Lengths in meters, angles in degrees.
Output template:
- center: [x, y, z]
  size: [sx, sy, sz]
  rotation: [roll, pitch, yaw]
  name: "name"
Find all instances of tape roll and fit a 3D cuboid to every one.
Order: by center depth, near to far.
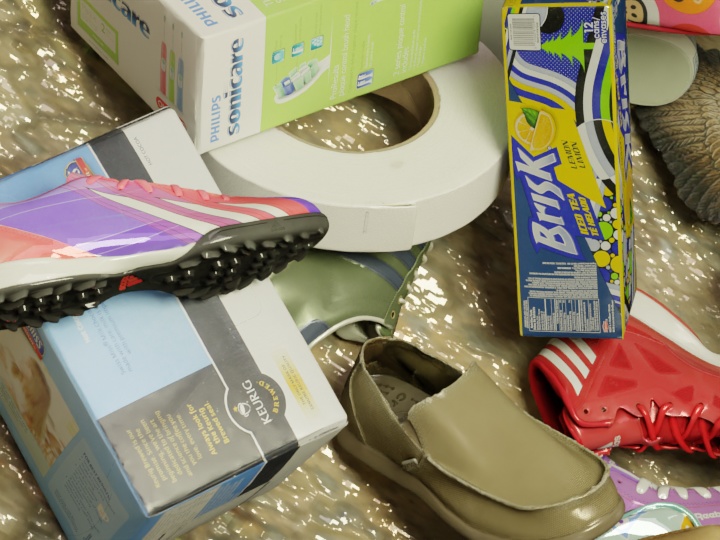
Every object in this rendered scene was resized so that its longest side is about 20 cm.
- center: [-0.008, -0.088, 1.518]
  size: [0.202, 0.037, 0.203]
  rotation: [4, 42, -4]
  name: "tape roll"

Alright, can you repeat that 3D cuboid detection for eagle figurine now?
- center: [0.267, -0.073, 1.622]
  size: [0.151, 0.151, 0.201]
  rotation: [-17, 86, -15]
  name: "eagle figurine"

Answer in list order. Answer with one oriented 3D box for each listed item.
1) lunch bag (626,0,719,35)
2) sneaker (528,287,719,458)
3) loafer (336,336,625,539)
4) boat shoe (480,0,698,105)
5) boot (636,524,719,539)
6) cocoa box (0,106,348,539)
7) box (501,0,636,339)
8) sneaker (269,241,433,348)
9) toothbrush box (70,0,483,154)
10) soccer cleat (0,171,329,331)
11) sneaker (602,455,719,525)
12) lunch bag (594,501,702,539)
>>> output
- center: [0.244, -0.197, 1.567]
  size: [0.200, 0.176, 0.082]
  rotation: [-27, 121, -40]
  name: "lunch bag"
- center: [0.184, 0.095, 1.515]
  size: [0.200, 0.079, 0.115]
  rotation: [28, 50, 30]
  name: "sneaker"
- center: [0.059, 0.094, 1.441]
  size: [0.200, 0.068, 0.076]
  rotation: [21, 43, 38]
  name: "loafer"
- center: [0.115, -0.163, 1.636]
  size: [0.200, 0.070, 0.072]
  rotation: [19, 36, -4]
  name: "boat shoe"
- center: [0.112, 0.232, 1.362]
  size: [0.199, 0.066, 0.176]
  rotation: [-9, 82, 0]
  name: "boot"
- center: [-0.125, 0.041, 1.416]
  size: [0.131, 0.133, 0.200]
  rotation: [-25, 79, -27]
  name: "cocoa box"
- center: [0.120, -0.066, 1.490]
  size: [0.064, 0.201, 0.070]
  rotation: [1, 23, 12]
  name: "box"
- center: [0.000, 0.000, 1.527]
  size: [0.200, 0.067, 0.090]
  rotation: [-29, 99, -35]
  name: "sneaker"
- center: [-0.047, -0.166, 1.508]
  size: [0.200, 0.086, 0.146]
  rotation: [-22, 47, -29]
  name: "toothbrush box"
- center: [-0.113, -0.023, 1.334]
  size: [0.199, 0.068, 0.073]
  rotation: [-11, 69, -20]
  name: "soccer cleat"
- center: [0.193, 0.140, 1.534]
  size: [0.200, 0.073, 0.114]
  rotation: [-27, 77, -28]
  name: "sneaker"
- center: [0.115, 0.228, 1.434]
  size: [0.199, 0.077, 0.161]
  rotation: [-21, 81, -1]
  name: "lunch bag"
